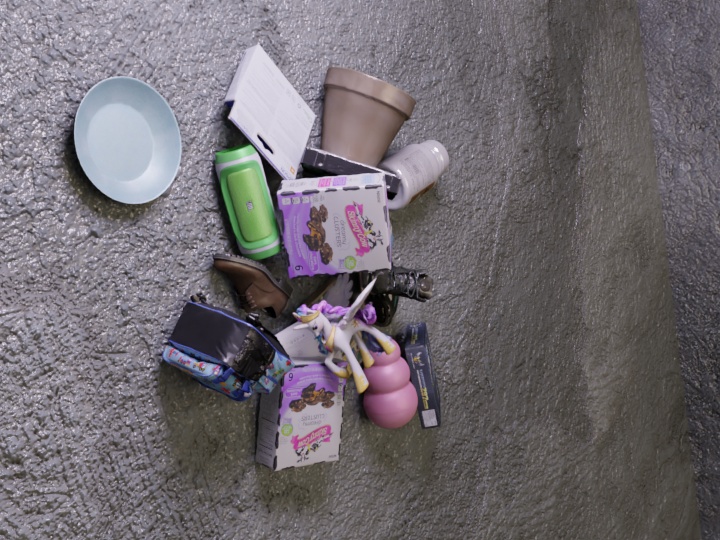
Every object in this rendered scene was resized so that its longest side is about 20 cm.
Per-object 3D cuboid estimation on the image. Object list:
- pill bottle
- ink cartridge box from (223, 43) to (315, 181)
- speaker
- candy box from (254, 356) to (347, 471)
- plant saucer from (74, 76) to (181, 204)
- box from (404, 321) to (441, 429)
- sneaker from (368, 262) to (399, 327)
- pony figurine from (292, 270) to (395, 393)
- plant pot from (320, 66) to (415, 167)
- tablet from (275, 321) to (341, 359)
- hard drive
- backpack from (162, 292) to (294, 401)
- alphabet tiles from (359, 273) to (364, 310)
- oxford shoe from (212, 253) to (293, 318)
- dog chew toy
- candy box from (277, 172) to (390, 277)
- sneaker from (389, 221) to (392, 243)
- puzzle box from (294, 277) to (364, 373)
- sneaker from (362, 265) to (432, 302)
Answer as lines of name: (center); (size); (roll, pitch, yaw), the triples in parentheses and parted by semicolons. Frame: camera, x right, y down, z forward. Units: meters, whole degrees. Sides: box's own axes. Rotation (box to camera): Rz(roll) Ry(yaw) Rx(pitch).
pill bottle: (0.117, -0.226, 1.803); (0.199, 0.113, 0.116); (-36, 116, -43)
ink cartridge box: (-0.175, -0.288, 1.491); (0.200, 0.040, 0.203); (48, 42, -38)
speaker: (-0.206, -0.126, 1.450); (0.088, 0.087, 0.204); (-30, 112, -44)
candy box: (-0.114, 0.276, 1.540); (0.166, 0.071, 0.205); (2, 94, -43)
plant saucer: (-0.384, -0.210, 1.278); (0.199, 0.038, 0.206); (0, 90, -50)
box: (0.148, 0.243, 1.831); (0.158, 0.050, 0.204); (-72, 151, -74)
sneaker: (0.048, 0.022, 1.769); (0.079, 0.074, 0.205); (-23, 114, -60)
pony figurine: (-0.023, 0.104, 1.517); (0.201, 0.165, 0.194); (50, 60, -16)
plant pot: (-0.004, -0.302, 1.627); (0.198, 0.198, 0.177); (18, 92, -47)
tablet: (-0.123, 0.171, 1.575); (0.198, 0.014, 0.133); (-30, 114, -35)
hard drive: (-0.019, -0.191, 1.555); (0.140, 0.196, 0.039); (157, -51, -88)
backpack: (-0.220, 0.152, 1.375); (0.136, 0.180, 0.200); (-63, 144, -16)
alphabet tiles: (0.000, 0.000, 1.661); (0.167, 0.006, 0.205); (-96, -178, -80)
oxford shoe: (-0.205, 0.032, 1.462); (0.199, 0.072, 0.086); (38, 65, -42)
dog chew toy: (0.059, 0.240, 1.723); (0.124, 0.123, 0.204); (-24, 111, -46)
candy box: (-0.045, -0.084, 1.459); (0.072, 0.195, 0.171); (-86, 170, -65)
sneaker: (0.029, -0.099, 1.695); (0.202, 0.077, 0.091); (-98, 174, -48)
puzzle box: (-0.058, 0.134, 1.666); (0.133, 0.025, 0.203); (-43, 122, -39)
sneaker: (0.083, 0.020, 1.639); (0.198, 0.112, 0.078); (17, 78, -59)
